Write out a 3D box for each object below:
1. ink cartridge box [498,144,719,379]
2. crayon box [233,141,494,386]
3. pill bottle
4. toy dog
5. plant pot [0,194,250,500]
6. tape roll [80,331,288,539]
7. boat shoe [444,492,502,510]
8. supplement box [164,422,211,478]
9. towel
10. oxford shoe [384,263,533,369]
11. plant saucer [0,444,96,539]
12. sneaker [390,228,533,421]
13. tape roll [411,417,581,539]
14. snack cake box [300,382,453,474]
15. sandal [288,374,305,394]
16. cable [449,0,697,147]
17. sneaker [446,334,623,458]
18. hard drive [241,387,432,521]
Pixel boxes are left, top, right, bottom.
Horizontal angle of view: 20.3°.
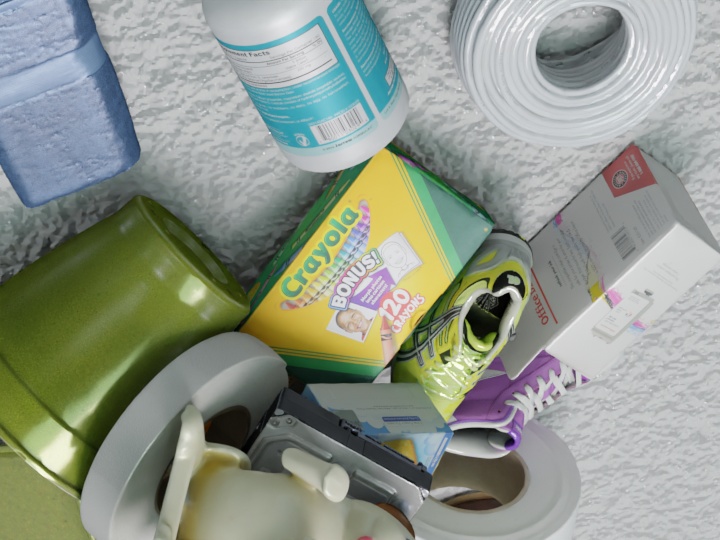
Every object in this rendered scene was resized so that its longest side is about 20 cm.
[{"bbox_3d":[0.199,0.006,1.711,0.067,0.117,0.200,31,115,-34],"label":"ink cartridge box"},{"bbox_3d":[0.000,0.000,1.643,0.119,0.058,0.200,35,101,-17],"label":"crayon box"},{"bbox_3d":[-0.047,-0.177,1.497,0.110,0.111,0.200,-25,130,4],"label":"pill bottle"},{"bbox_3d":[-0.053,0.214,1.493,0.199,0.140,0.194,13,141,0],"label":"toy dog"},{"bbox_3d":[-0.197,0.050,1.595,0.193,0.200,0.200,-44,127,6],"label":"plant pot"},{"bbox_3d":[-0.135,0.139,1.581,0.203,0.037,0.203,-42,155,-24],"label":"tape roll"},{"bbox_3d":[0.071,0.264,1.909,0.199,0.070,0.071,-12,129,-8],"label":"boat shoe"},{"bbox_3d":[-0.177,0.212,1.790,0.200,0.074,0.126,-43,126,18],"label":"supplement box"},{"bbox_3d":[-0.242,-0.147,1.505,0.111,0.049,0.200,-19,129,-1],"label":"towel"},{"bbox_3d":[0.059,0.028,1.730,0.200,0.075,0.058,-38,89,24],"label":"oxford shoe"},{"bbox_3d":[-0.284,0.228,1.712,0.199,0.048,0.200,-5,110,33],"label":"plant saucer"},{"bbox_3d":[0.077,0.060,1.659,0.075,0.076,0.200,20,118,-9],"label":"sneaker"},{"bbox_3d":[0.094,0.202,1.781,0.202,0.203,0.071,-4,128,-13],"label":"tape roll"},{"bbox_3d":[-0.020,0.188,1.660,0.115,0.067,0.200,1,128,-35],"label":"snack cake box"},{"bbox_3d":[-0.028,0.052,1.720,0.082,0.055,0.200,23,118,-30],"label":"sandal"},{"bbox_3d":[0.170,-0.189,1.577,0.200,0.069,0.200,23,118,-30],"label":"cable"},{"bbox_3d":[0.151,0.113,1.784,0.200,0.114,0.073,-17,129,-5],"label":"sneaker"},{"bbox_3d":[-0.050,0.202,1.585,0.139,0.038,0.200,30,118,-8],"label":"hard drive"}]
